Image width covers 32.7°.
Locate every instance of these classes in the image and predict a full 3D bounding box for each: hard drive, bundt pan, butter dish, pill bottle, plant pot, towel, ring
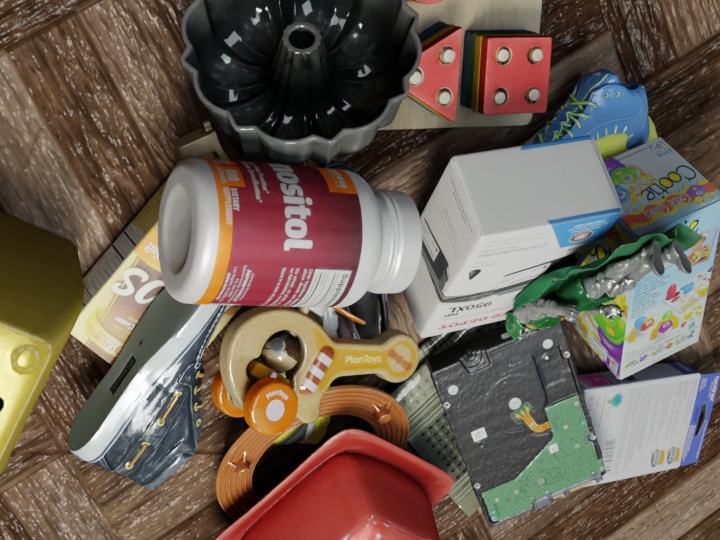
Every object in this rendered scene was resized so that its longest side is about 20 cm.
[{"bbox_3d":[0.160,0.150,1.238,0.138,0.038,0.202,-23,115,0],"label":"hard drive"},{"bbox_3d":[-0.049,-0.173,1.025,0.200,0.203,0.076,-26,159,-14],"label":"bundt pan"},{"bbox_3d":[-0.005,0.274,1.158,0.199,0.149,0.199,-41,138,14],"label":"butter dish"},{"bbox_3d":[-0.055,-0.028,0.990,0.197,0.113,0.115,2,106,-28],"label":"pill bottle"},{"bbox_3d":[-0.326,0.056,0.949,0.194,0.200,0.196,26,95,-29],"label":"plant pot"},{"bbox_3d":[0.129,0.131,1.279,0.200,0.034,0.193,-43,121,-9],"label":"towel"},{"bbox_3d":[-0.042,0.186,1.175,0.197,0.019,0.202,-17,138,-16],"label":"ring"}]

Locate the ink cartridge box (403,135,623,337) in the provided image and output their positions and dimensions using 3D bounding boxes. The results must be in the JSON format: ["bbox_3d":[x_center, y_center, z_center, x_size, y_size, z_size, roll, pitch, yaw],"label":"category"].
[{"bbox_3d":[0.130,-0.027,1.128,0.142,0.201,0.085,-11,66,-19],"label":"ink cartridge box"}]

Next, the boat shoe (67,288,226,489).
[{"bbox_3d":[-0.158,0.092,1.052,0.090,0.071,0.201,34,97,-33],"label":"boat shoe"}]

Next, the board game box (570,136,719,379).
[{"bbox_3d":[0.276,-0.010,1.214,0.104,0.103,0.202,-22,138,-16],"label":"board game box"}]

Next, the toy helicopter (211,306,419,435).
[{"bbox_3d":[-0.032,0.066,1.076,0.197,0.078,0.135,1,98,-33],"label":"toy helicopter"}]

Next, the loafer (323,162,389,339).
[{"bbox_3d":[0.000,0.000,1.155,0.071,0.063,0.203,-16,112,-19],"label":"loafer"}]

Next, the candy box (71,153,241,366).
[{"bbox_3d":[-0.159,0.001,1.088,0.115,0.055,0.201,42,86,-30],"label":"candy box"}]

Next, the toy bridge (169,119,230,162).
[{"bbox_3d":[-0.102,-0.035,1.055,0.066,0.027,0.203,-25,117,-19],"label":"toy bridge"}]

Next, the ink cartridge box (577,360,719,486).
[{"bbox_3d":[0.302,0.166,1.347,0.197,0.042,0.121,-4,112,-28],"label":"ink cartridge box"}]

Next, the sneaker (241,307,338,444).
[{"bbox_3d":[-0.071,0.076,1.137,0.083,0.074,0.203,-10,110,-26],"label":"sneaker"}]

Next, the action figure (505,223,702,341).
[{"bbox_3d":[0.202,0.020,1.109,0.117,0.199,0.056,-1,70,-39],"label":"action figure"}]

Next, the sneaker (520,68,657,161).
[{"bbox_3d":[0.203,-0.140,1.200,0.197,0.075,0.107,-13,109,-27],"label":"sneaker"}]

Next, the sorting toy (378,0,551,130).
[{"bbox_3d":[0.088,-0.227,1.118,0.196,0.070,0.204,-5,109,-23],"label":"sorting toy"}]
